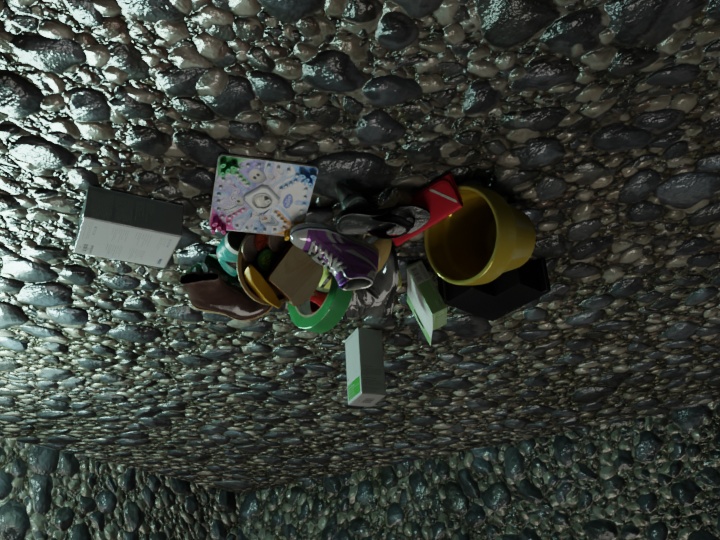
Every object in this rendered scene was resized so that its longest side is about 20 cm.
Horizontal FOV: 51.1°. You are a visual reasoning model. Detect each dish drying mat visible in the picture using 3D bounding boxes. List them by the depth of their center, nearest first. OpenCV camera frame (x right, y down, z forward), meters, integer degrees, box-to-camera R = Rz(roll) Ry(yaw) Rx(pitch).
[{"bbox_3d":[0.127,-0.125,1.572,0.198,0.078,0.018,-30,171,41],"label":"dish drying mat"}]

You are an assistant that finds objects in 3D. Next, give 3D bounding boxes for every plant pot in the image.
[{"bbox_3d":[0.264,-0.069,1.580,0.186,0.205,0.199,3,156,-44],"label":"plant pot"}]

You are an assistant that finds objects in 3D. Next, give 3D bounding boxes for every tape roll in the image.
[{"bbox_3d":[-0.092,0.039,1.724,0.048,0.205,0.199,19,146,-36],"label":"tape roll"}]

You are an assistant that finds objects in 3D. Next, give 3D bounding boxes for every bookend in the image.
[{"bbox_3d":[0.325,0.025,1.856,0.197,0.094,0.198,19,144,-33],"label":"bookend"}]

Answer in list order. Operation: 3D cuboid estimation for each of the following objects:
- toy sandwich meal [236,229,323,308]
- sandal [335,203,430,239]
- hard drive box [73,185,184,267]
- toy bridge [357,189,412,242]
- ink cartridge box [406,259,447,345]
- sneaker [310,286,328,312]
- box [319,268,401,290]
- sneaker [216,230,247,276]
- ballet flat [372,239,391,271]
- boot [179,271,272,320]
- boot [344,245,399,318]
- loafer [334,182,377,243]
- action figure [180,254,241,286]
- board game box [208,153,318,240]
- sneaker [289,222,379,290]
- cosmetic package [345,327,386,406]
[{"bbox_3d":[-0.175,-0.010,1.635,0.203,0.210,0.070,20,173,-38],"label":"toy sandwich meal"},{"bbox_3d":[0.048,-0.090,1.527,0.196,0.049,0.076,-6,139,-10],"label":"sandal"},{"bbox_3d":[-0.487,-0.087,1.583,0.196,0.078,0.156,12,149,-25],"label":"hard drive box"},{"bbox_3d":[0.031,-0.088,1.592,0.066,0.027,0.201,-1,137,-45],"label":"toy bridge"},{"bbox_3d":[0.164,0.084,1.892,0.047,0.147,0.201,-24,154,-7],"label":"ink cartridge box"},{"bbox_3d":[-0.098,0.090,1.947,0.197,0.087,0.077,19,147,-35],"label":"sneaker"},{"bbox_3d":[-0.001,0.020,1.862,0.196,0.051,0.075,9,150,-21],"label":"box"},{"bbox_3d":[-0.244,-0.031,1.706,0.197,0.085,0.120,15,152,-38],"label":"sneaker"},{"bbox_3d":[0.000,0.000,1.722,0.201,0.068,0.063,-51,177,19],"label":"ballet flat"},{"bbox_3d":[-0.311,0.056,1.764,0.195,0.074,0.167,-1,154,3],"label":"boot"},{"bbox_3d":[0.019,0.034,1.792,0.128,0.070,0.204,2,119,-9],"label":"boot"},{"bbox_3d":[-0.004,-0.123,1.597,0.071,0.063,0.200,-37,153,-2],"label":"loafer"},{"bbox_3d":[-0.329,0.029,1.850,0.116,0.056,0.199,-21,151,26],"label":"action figure"},{"bbox_3d":[-0.198,-0.139,1.517,0.195,0.026,0.202,5,138,-15],"label":"board game box"},{"bbox_3d":[-0.057,-0.024,1.548,0.196,0.116,0.073,17,139,-7],"label":"sneaker"},{"bbox_3d":[0.014,0.282,2.198,0.083,0.204,0.108,8,149,-22],"label":"cosmetic package"}]
